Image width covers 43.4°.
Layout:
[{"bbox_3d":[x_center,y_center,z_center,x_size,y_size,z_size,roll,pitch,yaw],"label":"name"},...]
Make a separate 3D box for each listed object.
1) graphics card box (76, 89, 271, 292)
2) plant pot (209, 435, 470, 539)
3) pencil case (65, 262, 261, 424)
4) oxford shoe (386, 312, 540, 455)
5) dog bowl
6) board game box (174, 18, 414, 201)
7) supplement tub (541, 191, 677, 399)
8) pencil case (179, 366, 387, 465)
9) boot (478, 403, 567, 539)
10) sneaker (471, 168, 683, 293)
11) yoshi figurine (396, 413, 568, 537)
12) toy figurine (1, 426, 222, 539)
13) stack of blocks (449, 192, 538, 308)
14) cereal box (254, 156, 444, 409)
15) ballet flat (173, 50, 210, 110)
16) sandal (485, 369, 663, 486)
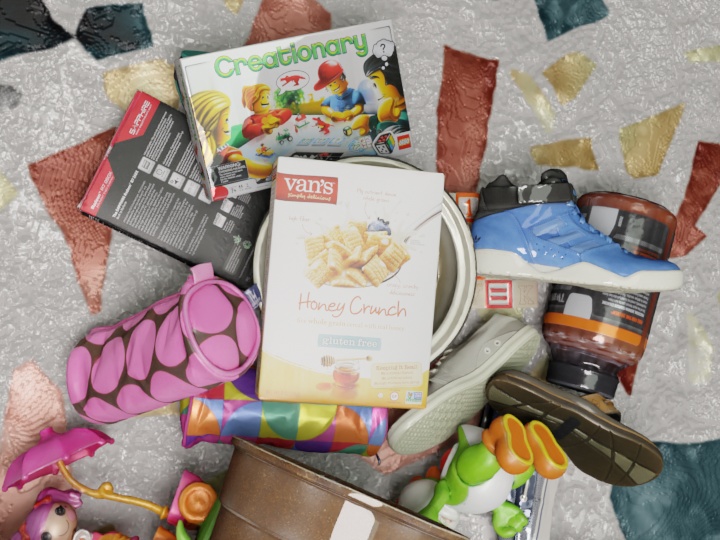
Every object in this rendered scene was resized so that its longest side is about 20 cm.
[{"bbox_3d":[-0.145,-0.066,0.850,0.200,0.051,0.126,26,81,-12],"label":"graphics card box"},{"bbox_3d":[-0.047,0.255,0.685,0.200,0.200,0.198,27,78,-13],"label":"plant pot"},{"bbox_3d":[-0.173,0.067,0.766,0.091,0.200,0.094,-30,95,-53],"label":"pencil case"},{"bbox_3d":[0.095,0.109,0.894,0.200,0.075,0.058,-36,57,-26],"label":"oxford shoe"},{"bbox_3d":[0.000,0.000,0.816,0.200,0.074,0.200,0,90,-10],"label":"dog bowl"},{"bbox_3d":[-0.056,-0.148,0.823,0.200,0.035,0.126,-16,104,-17],"label":"board game box"},{"bbox_3d":[0.250,0.027,0.928,0.107,0.107,0.200,18,83,-14],"label":"supplement tub"},{"bbox_3d":[-0.069,0.132,0.849,0.200,0.088,0.089,8,86,-14],"label":"pencil case"},{"bbox_3d":[0.145,0.228,0.918,0.090,0.073,0.200,19,74,-9],"label":"boot"},{"bbox_3d":[0.205,-0.040,0.852,0.200,0.077,0.111,7,86,11],"label":"sneaker"},{"bbox_3d":[0.097,0.226,0.843,0.112,0.112,0.200,46,118,0],"label":"yoshi figurine"},{"bbox_3d":[-0.223,0.221,0.779,0.184,0.150,0.200,25,65,-2],"label":"toy figurine"},{"bbox_3d":[0.073,-0.018,0.904,0.200,0.059,0.115,-1,88,-15],"label":"stack of blocks"},{"bbox_3d":[-0.009,0.011,0.756,0.144,0.040,0.200,4,89,-11],"label":"cereal box"},{"bbox_3d":[-0.080,-0.173,0.869,0.200,0.073,0.073,-4,89,-22],"label":"ballet flat"},{"bbox_3d":[0.214,0.146,0.889,0.200,0.082,0.055,29,48,-5],"label":"sandal"}]
